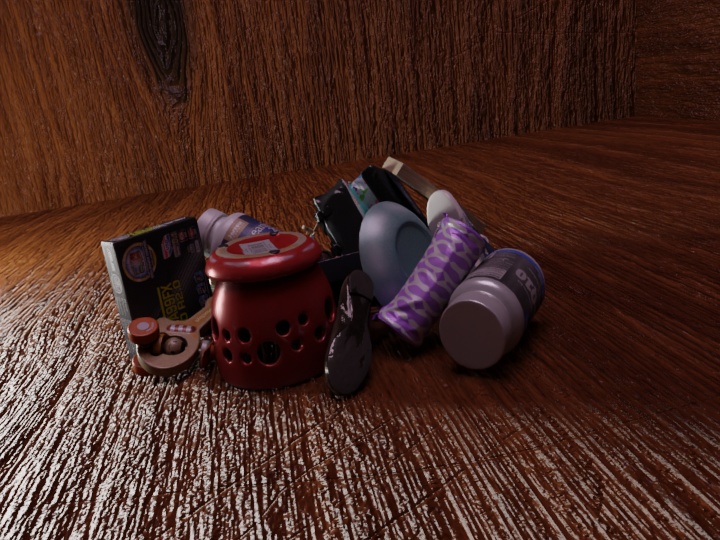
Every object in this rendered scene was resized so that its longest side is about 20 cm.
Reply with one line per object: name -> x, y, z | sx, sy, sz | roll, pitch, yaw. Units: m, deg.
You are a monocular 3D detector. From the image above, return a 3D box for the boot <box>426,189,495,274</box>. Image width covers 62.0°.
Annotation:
boot -> 0.187, -0.048, 1.056 | 0.072, 0.206, 0.089 | -23, -1, 42

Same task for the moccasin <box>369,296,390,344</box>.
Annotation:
moccasin -> 0.044, 0.048, 0.989 | 0.072, 0.081, 0.199 | 7, 22, 38

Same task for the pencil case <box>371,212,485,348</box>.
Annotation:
pencil case -> 0.105, 0.014, 0.891 | 0.084, 0.203, 0.084 | 34, -6, 9

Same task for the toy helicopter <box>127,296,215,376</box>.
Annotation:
toy helicopter -> -0.265, 0.100, 0.957 | 0.128, 0.081, 0.200 | 18, 34, 18

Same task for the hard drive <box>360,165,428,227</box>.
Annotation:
hard drive -> 0.073, -0.134, 1.165 | 0.033, 0.141, 0.200 | -36, -5, 14

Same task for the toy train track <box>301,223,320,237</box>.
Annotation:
toy train track -> -0.113, -0.064, 1.214 | 0.032, 0.117, 0.200 | 28, 9, -8

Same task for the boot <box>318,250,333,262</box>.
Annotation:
boot -> -0.129, 0.028, 1.169 | 0.195, 0.066, 0.185 | -22, 19, -24

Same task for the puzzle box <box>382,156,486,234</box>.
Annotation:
puzzle box -> 0.134, -0.140, 1.119 | 0.197, 0.026, 0.133 | 34, 8, -16

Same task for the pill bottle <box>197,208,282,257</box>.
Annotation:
pill bottle -> -0.194, -0.033, 1.057 | 0.195, 0.114, 0.111 | 25, 26, 12

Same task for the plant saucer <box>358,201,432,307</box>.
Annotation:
plant saucer -> 0.080, -0.021, 0.971 | 0.038, 0.207, 0.199 | -21, 4, 42

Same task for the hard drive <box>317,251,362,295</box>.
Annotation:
hard drive -> 0.000, 0.000, 1.060 | 0.193, 0.044, 0.135 | -15, -13, -14

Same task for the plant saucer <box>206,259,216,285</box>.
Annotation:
plant saucer -> -0.222, -0.020, 1.189 | 0.192, 0.036, 0.201 | -7, 18, 2

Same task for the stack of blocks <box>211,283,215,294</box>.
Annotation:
stack of blocks -> -0.239, 0.035, 1.184 | 0.111, 0.061, 0.200 | -2, 19, 18

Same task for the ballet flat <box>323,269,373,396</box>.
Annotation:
ballet flat -> -0.017, 0.088, 0.848 | 0.066, 0.046, 0.205 | 24, 48, -20

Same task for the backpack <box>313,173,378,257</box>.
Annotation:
backpack -> 0.001, -0.090, 1.216 | 0.148, 0.181, 0.200 | -31, -11, 2

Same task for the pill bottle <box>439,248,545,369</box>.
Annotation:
pill bottle -> 0.189, 0.052, 0.855 | 0.110, 0.118, 0.199 | 3, 21, 29

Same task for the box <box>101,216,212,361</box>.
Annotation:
box -> -0.327, 0.030, 0.999 | 0.043, 0.207, 0.158 | 5, 20, 38

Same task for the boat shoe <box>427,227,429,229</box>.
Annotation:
boat shoe -> 0.147, -0.054, 1.177 | 0.198, 0.078, 0.085 | -14, 11, -40

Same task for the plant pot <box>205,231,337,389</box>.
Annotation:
plant pot -> -0.129, 0.048, 0.896 | 0.192, 0.189, 0.201 | -5, 17, 1
